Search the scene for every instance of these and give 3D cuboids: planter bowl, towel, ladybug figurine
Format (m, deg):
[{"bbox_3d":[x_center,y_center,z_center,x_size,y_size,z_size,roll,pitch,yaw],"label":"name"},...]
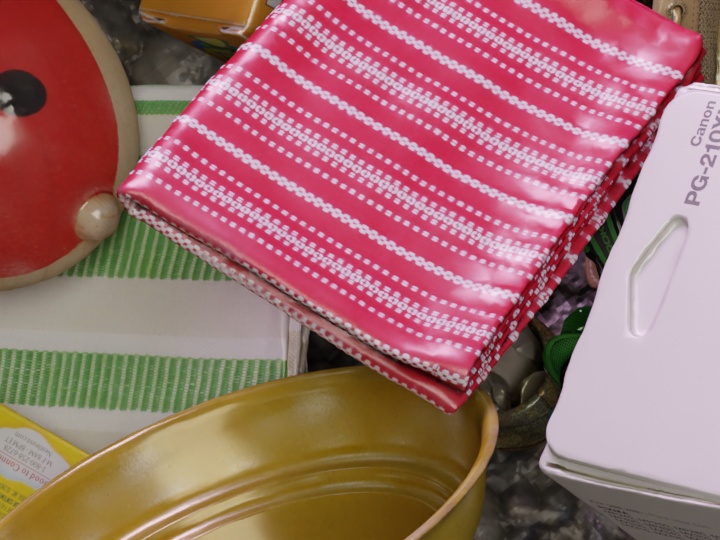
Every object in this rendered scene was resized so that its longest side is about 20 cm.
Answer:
[{"bbox_3d":[-0.035,0.115,0.966,0.199,0.200,0.084,-21,110,-3],"label":"planter bowl"},{"bbox_3d":[-0.082,0.027,1.103,0.152,0.023,0.202,2,86,27],"label":"towel"},{"bbox_3d":[0.024,-0.053,1.013,0.144,0.023,0.200,31,52,9],"label":"towel"},{"bbox_3d":[-0.173,-0.070,1.100,0.199,0.072,0.136,30,91,23],"label":"ladybug figurine"}]

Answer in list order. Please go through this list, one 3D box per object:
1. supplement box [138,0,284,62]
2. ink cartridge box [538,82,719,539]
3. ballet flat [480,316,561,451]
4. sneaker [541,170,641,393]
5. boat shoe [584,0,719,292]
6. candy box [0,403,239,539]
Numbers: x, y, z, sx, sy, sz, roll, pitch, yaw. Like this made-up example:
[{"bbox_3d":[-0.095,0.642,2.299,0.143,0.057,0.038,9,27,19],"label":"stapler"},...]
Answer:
[{"bbox_3d":[-0.014,-0.176,1.100,0.066,0.069,0.201,14,80,46],"label":"supplement box"},{"bbox_3d":[0.164,0.045,0.996,0.084,0.200,0.146,11,73,39],"label":"ink cartridge box"},{"bbox_3d":[0.000,0.000,1.118,0.199,0.071,0.071,35,83,5],"label":"ballet flat"},{"bbox_3d":[0.115,0.051,1.090,0.085,0.078,0.202,-1,107,12],"label":"sneaker"},{"bbox_3d":[0.111,-0.083,1.107,0.064,0.071,0.202,9,100,-19],"label":"boat shoe"},{"bbox_3d":[-0.136,0.109,1.084,0.199,0.026,0.103,27,85,27],"label":"candy box"}]
